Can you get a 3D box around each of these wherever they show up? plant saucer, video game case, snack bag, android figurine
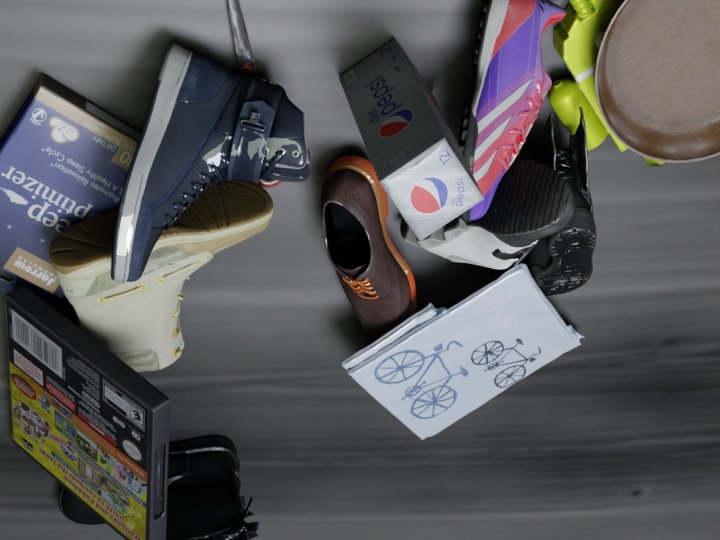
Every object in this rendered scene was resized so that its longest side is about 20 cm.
[{"bbox_3d":[0.292,-0.188,1.243,0.198,0.032,0.202,-6,124,-9],"label":"plant saucer"},{"bbox_3d":[-0.244,0.135,1.285,0.025,0.199,0.182,-30,141,-40],"label":"video game case"},{"bbox_3d":[0.102,0.077,1.379,0.199,0.022,0.189,-32,144,9],"label":"snack bag"},{"bbox_3d":[0.251,-0.188,1.278,0.181,0.041,0.201,-32,122,9],"label":"android figurine"}]

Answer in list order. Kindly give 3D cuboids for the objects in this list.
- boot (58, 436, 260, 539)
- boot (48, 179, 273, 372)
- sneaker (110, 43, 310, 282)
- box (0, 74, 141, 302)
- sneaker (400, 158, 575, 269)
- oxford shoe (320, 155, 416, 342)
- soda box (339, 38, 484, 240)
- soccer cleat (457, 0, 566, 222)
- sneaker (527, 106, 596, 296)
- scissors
[{"bbox_3d":[-0.193,0.239,1.371,0.196,0.163,0.074,-13,122,-3],"label":"boot"},{"bbox_3d":[-0.167,0.008,1.288,0.198,0.072,0.156,-19,135,-14],"label":"boot"},{"bbox_3d":[-0.120,-0.071,1.196,0.145,0.077,0.205,19,81,-9],"label":"sneaker"},{"bbox_3d":[-0.277,-0.057,1.258,0.120,0.033,0.201,29,112,-25],"label":"box"},{"bbox_3d":[0.130,-0.043,1.276,0.088,0.199,0.075,31,70,-31],"label":"sneaker"},{"bbox_3d":[0.000,0.000,1.308,0.070,0.073,0.202,-4,123,23],"label":"oxford shoe"},{"bbox_3d":[0.039,-0.111,1.186,0.063,0.201,0.068,-32,122,9],"label":"soda box"},{"bbox_3d":[0.124,-0.137,1.223,0.072,0.068,0.203,10,88,0],"label":"soccer cleat"},{"bbox_3d":[0.181,-0.056,1.321,0.059,0.105,0.200,-7,159,-4],"label":"sneaker"},{"bbox_3d":[-0.090,-0.163,1.244,0.072,0.014,0.202,2,119,-9],"label":"scissors"}]
